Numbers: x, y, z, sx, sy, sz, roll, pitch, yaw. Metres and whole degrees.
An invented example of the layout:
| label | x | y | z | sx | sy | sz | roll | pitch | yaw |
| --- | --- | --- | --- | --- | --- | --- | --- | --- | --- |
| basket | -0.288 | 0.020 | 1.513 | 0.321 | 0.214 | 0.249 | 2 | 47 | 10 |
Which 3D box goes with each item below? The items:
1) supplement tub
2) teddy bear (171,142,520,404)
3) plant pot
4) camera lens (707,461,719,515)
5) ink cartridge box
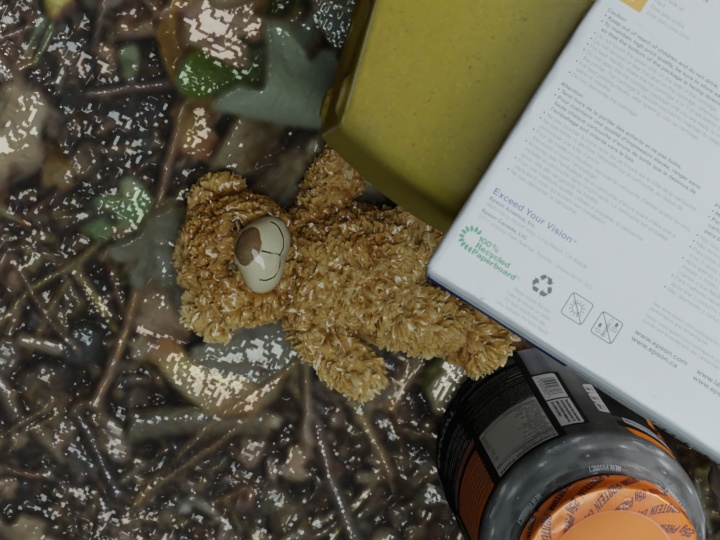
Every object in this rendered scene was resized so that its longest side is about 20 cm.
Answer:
| label | x | y | z | sx | sy | sz | roll | pitch | yaw |
| --- | --- | --- | --- | --- | --- | --- | --- | --- | --- |
| supplement tub | 0.114 | 0.126 | 1.564 | 0.122 | 0.200 | 0.123 | -2 | 107 | -8 |
| teddy bear | 0.000 | 0.000 | 1.580 | 0.200 | 0.067 | 0.145 | 25 | 99 | -15 |
| plant pot | 0.090 | -0.099 | 1.486 | 0.200 | 0.196 | 0.195 | 16 | 88 | -7 |
| camera lens | 0.291 | 0.071 | 1.595 | 0.160 | 0.160 | 0.200 | 15 | 104 | -12 |
| ink cartridge box | 0.164 | -0.029 | 1.377 | 0.196 | 0.043 | 0.200 | 33 | 86 | 1 |
